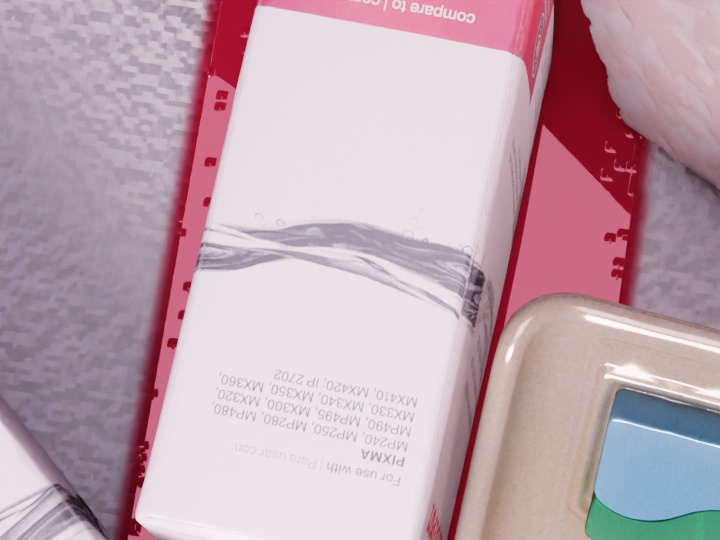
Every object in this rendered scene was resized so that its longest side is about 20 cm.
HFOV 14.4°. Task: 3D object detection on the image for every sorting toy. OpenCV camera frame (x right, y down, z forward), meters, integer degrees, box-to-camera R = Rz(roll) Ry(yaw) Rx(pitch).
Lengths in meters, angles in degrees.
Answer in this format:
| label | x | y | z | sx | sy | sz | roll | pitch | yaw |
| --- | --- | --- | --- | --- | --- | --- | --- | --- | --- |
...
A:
| label | x | y | z | sx | sy | sz | roll | pitch | yaw |
| --- | --- | --- | --- | --- | --- | --- | --- | --- | --- |
| sorting toy | 0.123 | 0.108 | 0.838 | 0.199 | 0.037 | 0.186 | 12 | 122 | 3 |

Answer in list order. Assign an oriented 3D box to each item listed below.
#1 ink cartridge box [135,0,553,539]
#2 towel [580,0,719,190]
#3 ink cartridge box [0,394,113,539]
| label | x | y | z | sx | sy | sz | roll | pitch | yaw |
| --- | --- | --- | --- | --- | --- | --- | --- | --- | --- |
| ink cartridge box | 0.000 | 0.000 | 0.868 | 0.084 | 0.145 | 0.201 | 11 | 78 | 6 |
| towel | 0.130 | -0.069 | 0.825 | 0.032 | 0.200 | 0.191 | -43 | 53 | -14 |
| ink cartridge box | -0.118 | 0.093 | 0.852 | 0.084 | 0.144 | 0.200 | -37 | 79 | -6 |
